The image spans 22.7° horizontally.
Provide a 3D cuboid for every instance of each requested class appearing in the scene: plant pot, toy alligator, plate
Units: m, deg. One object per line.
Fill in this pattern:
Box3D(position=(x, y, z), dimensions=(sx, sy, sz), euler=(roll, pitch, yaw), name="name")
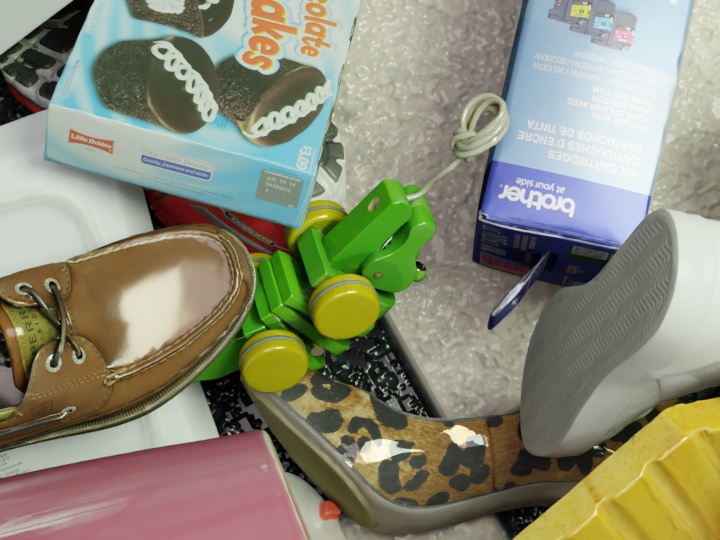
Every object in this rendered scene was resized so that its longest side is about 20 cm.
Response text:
Box3D(position=(-0.097, 0.155, 0.716), dimensions=(0.178, 0.200, 0.201), euler=(-22, 82, -3), name="plant pot")
Box3D(position=(0.000, 0.000, 0.784), dimensions=(0.200, 0.054, 0.060), euler=(-38, 44, 19), name="toy alligator")
Box3D(position=(-0.174, 0.046, 0.794), dimensions=(0.198, 0.032, 0.201), euler=(-19, 106, -11), name="plate")

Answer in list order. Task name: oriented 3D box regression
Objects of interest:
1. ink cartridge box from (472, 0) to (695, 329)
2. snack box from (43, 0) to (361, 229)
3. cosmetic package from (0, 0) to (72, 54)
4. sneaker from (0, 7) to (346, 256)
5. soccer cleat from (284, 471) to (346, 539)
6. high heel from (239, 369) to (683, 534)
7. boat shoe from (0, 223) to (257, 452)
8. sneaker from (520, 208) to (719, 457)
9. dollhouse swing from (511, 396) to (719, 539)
Box3D(position=(0.100, -0.069, 0.817), dimensions=(0.076, 0.136, 0.202), euler=(11, 82, 4), name="ink cartridge box")
Box3D(position=(-0.061, -0.112, 0.817), dimensions=(0.115, 0.037, 0.201), euler=(15, 45, -3), name="snack box")
Box3D(position=(-0.239, -0.173, 0.807), dimensions=(0.199, 0.123, 0.200), euler=(-37, 52, -4), name="cosmetic package")
Box3D(position=(-0.096, -0.056, 0.852), dimensions=(0.199, 0.085, 0.077), euler=(31, 51, 23), name="sneaker")
Box3D(position=(-0.029, 0.194, 0.822), dimensions=(0.069, 0.078, 0.201), euler=(0, 64, -35), name="soccer cleat")
Box3D(position=(0.049, 0.064, 0.844), dimensions=(0.200, 0.071, 0.143), euler=(39, 72, 9), name="high heel")
Box3D(position=(-0.133, 0.035, 0.738), dimensions=(0.199, 0.068, 0.072), euler=(-28, 77, -9), name="boat shoe")
Box3D(position=(0.141, 0.037, 0.733), dimensions=(0.115, 0.200, 0.074), euler=(7, 71, -12), name="sneaker")
Box3D(position=(0.142, 0.182, 0.667), dimensions=(0.200, 0.182, 0.176), euler=(-40, 56, 3), name="dollhouse swing")
